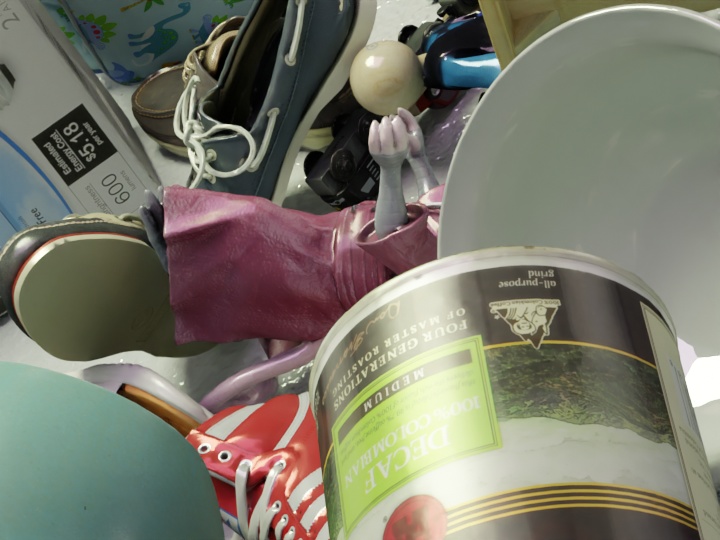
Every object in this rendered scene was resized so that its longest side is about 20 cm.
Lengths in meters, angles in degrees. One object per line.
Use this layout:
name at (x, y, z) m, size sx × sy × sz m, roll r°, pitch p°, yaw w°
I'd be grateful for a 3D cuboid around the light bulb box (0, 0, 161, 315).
light bulb box at (-0.256, -0.079, 1.297) m, size 0.200 × 0.198 × 0.125 m, roll -35°, pitch 31°, yaw 2°

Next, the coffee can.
coffee can at (0.062, 0.113, 0.786) m, size 0.146 × 0.146 × 0.200 m, roll -24°, pitch 46°, yaw 16°

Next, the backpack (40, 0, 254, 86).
backpack at (-0.127, -0.227, 1.395) m, size 0.200 × 0.183 × 0.147 m, roll -33°, pitch 56°, yaw -3°

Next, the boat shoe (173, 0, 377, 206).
boat shoe at (-0.062, -0.078, 1.180) m, size 0.200 × 0.062 × 0.075 m, roll -58°, pitch 40°, yaw 20°

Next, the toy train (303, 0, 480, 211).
toy train at (0.037, -0.111, 1.216) m, size 0.034 × 0.046 × 0.200 m, roll 3°, pitch 51°, yaw 53°

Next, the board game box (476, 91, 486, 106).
board game box at (0.136, -0.057, 1.075) m, size 0.199 × 0.028 × 0.136 m, roll -13°, pitch 38°, yaw 30°

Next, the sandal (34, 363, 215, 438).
sandal at (-0.130, 0.090, 1.091) m, size 0.206 × 0.079 × 0.059 m, roll -4°, pitch 50°, yaw 55°

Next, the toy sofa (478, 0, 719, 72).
toy sofa at (0.150, -0.166, 1.062) m, size 0.199 × 0.083 × 0.098 m, roll -11°, pitch 48°, yaw 12°

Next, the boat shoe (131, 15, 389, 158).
boat shoe at (-0.063, -0.115, 1.284) m, size 0.199 × 0.073 × 0.075 m, roll -1°, pitch 46°, yaw 41°

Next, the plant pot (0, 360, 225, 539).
plant pot at (-0.145, 0.135, 0.901) m, size 0.200 × 0.201 × 0.161 m, roll -5°, pitch 54°, yaw 37°

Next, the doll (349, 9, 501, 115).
doll at (0.090, -0.127, 1.156) m, size 0.199 × 0.049 × 0.137 m, roll -22°, pitch 18°, yaw -1°

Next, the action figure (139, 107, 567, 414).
action figure at (0.000, 0.000, 1.022) m, size 0.199 × 0.150 × 0.134 m, roll -1°, pitch 4°, yaw 21°

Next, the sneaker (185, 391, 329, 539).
sneaker at (-0.023, 0.117, 0.942) m, size 0.112 × 0.071 × 0.200 m, roll -11°, pitch 30°, yaw 9°

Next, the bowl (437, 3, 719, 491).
bowl at (0.136, -0.007, 0.919) m, size 0.201 × 0.090 × 0.202 m, roll 2°, pitch 92°, yaw 41°

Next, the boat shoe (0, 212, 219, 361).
boat shoe at (-0.125, 0.002, 1.091) m, size 0.063 × 0.200 × 0.071 m, roll 44°, pitch 103°, yaw 21°
